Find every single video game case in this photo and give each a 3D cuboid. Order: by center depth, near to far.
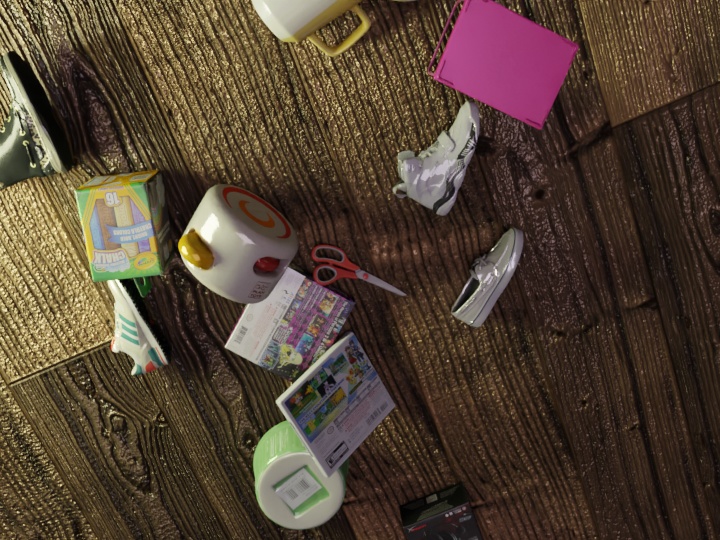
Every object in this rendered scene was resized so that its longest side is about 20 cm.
[{"bbox_3d":[-0.132,0.098,1.364,0.178,0.036,0.203,28,104,-12],"label":"video game case"},{"bbox_3d":[-0.042,0.250,1.368,0.199,0.022,0.185,-41,112,-27],"label":"video game case"}]

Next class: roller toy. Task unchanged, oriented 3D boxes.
[{"bbox_3d":[-0.208,-0.039,1.233,0.180,0.201,0.141,32,109,-14],"label":"roller toy"}]

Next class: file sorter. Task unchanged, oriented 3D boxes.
[{"bbox_3d":[0.225,-0.346,1.199,0.196,0.126,0.142,21,104,-11],"label":"file sorter"}]

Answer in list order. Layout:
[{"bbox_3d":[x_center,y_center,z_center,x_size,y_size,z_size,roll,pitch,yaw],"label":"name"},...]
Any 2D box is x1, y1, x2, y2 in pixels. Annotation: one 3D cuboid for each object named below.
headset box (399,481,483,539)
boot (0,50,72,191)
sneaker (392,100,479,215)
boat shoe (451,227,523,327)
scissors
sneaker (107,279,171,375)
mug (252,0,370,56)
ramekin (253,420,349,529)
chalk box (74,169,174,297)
[{"bbox_3d":[0.182,0.566,1.513,0.145,0.077,0.204,-20,106,3],"label":"headset box"},{"bbox_3d":[-0.589,-0.239,1.209,0.150,0.074,0.208,-19,108,5],"label":"boot"},{"bbox_3d":[0.130,-0.203,1.264,0.112,0.075,0.205,14,110,-11],"label":"sneaker"},{"bbox_3d":[0.232,0.009,1.340,0.064,0.074,0.204,21,104,-14],"label":"boat shoe"},{"bbox_3d":[0.000,0.000,1.350,0.195,0.014,0.075,9,80,-18],"label":"scissors"},{"bbox_3d":[-0.427,0.103,1.328,0.092,0.070,0.203,-25,110,-2],"label":"sneaker"},{"bbox_3d":[-0.079,-0.430,1.148,0.152,0.150,0.188,-36,100,16],"label":"mug"},{"bbox_3d":[-0.117,0.406,1.430,0.194,0.098,0.206,-1,108,-3],"label":"ramekin"},{"bbox_3d":[-0.396,-0.058,1.252,0.120,0.125,0.206,-5,107,-2],"label":"chalk box"}]
